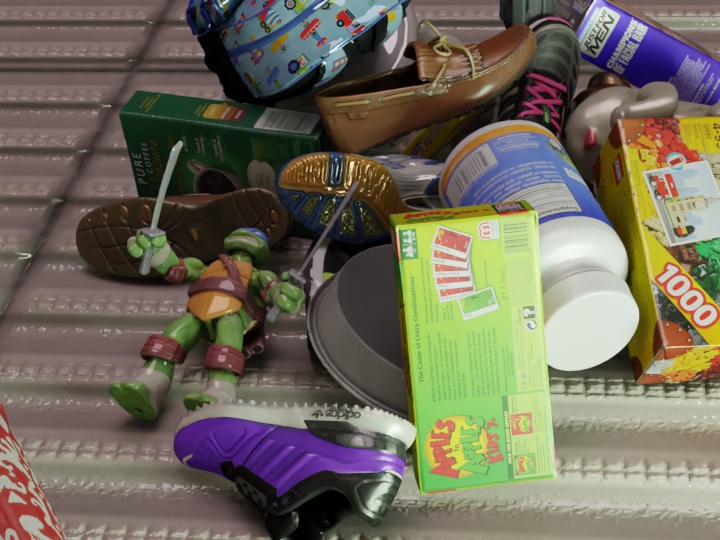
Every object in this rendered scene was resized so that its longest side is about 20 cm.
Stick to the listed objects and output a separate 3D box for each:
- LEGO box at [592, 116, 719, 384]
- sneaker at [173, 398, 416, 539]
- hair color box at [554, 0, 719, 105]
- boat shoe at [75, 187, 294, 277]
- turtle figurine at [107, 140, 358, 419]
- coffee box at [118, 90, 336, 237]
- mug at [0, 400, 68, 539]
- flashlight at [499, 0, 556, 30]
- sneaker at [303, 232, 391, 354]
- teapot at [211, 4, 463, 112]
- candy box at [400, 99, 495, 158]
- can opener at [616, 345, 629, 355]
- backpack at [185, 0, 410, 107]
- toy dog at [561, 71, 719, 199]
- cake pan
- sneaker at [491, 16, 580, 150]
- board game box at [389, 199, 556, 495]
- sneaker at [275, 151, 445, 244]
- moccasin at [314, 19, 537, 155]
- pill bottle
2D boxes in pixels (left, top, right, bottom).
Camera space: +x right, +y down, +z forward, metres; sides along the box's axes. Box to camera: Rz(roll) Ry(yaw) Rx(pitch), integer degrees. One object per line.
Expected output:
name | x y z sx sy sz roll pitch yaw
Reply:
LEGO box | 0.279 -0.017 1.336 0.149 0.077 0.200 -3 64 -10
sneaker | -0.060 0.151 1.220 0.200 0.070 0.100 -4 64 32
hair color box | 0.277 -0.210 1.637 0.200 0.065 0.109 22 16 -20
boat shoe | -0.155 -0.033 1.526 0.200 0.072 0.068 -7 -1 10
turtle figurine | -0.123 0.016 1.341 0.144 0.200 0.194 26 58 -11
coffee box | -0.117 -0.098 1.557 0.200 0.123 0.044 8 43 20
mug | -0.279 0.196 1.159 0.133 0.178 0.200 17 19 -42
flashlight | 0.160 -0.187 1.591 0.068 0.200 0.068 -17 34 -20
sneaker | 0.000 0.000 1.441 0.083 0.072 0.200 2 34 7
teapot | -0.026 -0.205 1.703 0.200 0.146 0.197 34 72 16
candy box | 0.119 -0.171 1.672 0.026 0.102 0.200 45 48 4
can opener | 0.162 0.011 1.412 0.200 0.063 0.079 16 39 28
backpack | -0.049 -0.235 1.516 0.182 0.135 0.200 -37 12 -12
toy dog | 0.276 -0.117 1.533 0.200 0.140 0.194 16 28 28
cake pan | 0.058 0.047 1.336 0.200 0.037 0.200 13 37 -10
sneaker | 0.154 -0.128 1.504 0.074 0.200 0.087 22 0 -20
board game box | 0.082 0.055 1.227 0.101 0.200 0.048 -6 12 -3
sneaker | 0.011 -0.066 1.456 0.200 0.075 0.088 6 12 -28
moccasin | 0.057 -0.171 1.475 0.201 0.078 0.074 -21 26 3
pill bottle | 0.143 -0.019 1.332 0.112 0.112 0.200 -12 45 -12
